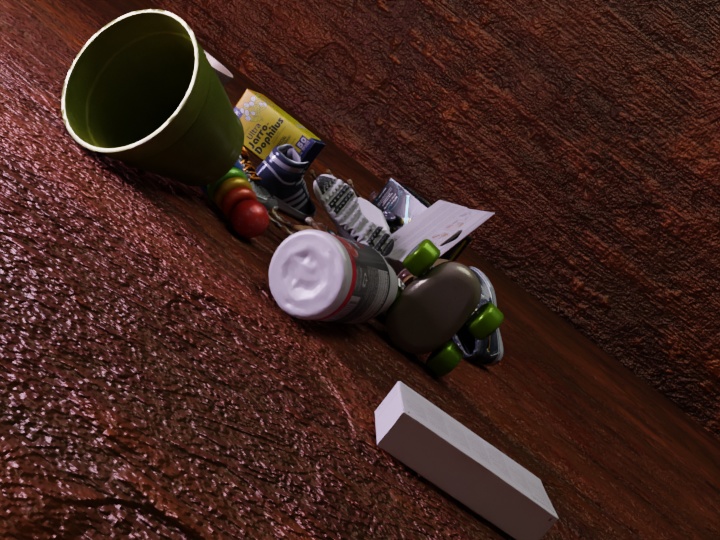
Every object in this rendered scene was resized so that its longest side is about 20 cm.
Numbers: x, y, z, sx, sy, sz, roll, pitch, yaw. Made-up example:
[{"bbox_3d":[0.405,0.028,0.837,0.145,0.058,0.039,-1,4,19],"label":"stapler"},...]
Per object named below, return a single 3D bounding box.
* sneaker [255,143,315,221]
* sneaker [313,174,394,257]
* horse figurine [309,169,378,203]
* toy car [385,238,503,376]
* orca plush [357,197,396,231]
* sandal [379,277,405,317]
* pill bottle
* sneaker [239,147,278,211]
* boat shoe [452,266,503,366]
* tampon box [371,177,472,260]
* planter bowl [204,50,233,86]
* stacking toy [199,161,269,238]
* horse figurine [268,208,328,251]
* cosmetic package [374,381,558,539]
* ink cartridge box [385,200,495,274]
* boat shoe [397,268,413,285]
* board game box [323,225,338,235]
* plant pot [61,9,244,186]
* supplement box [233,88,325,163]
[{"bbox_3d":[-0.121,-0.163,1.450,0.070,0.109,0.200,44,13,29],"label":"sneaker"},{"bbox_3d":[-0.026,-0.094,1.506,0.200,0.075,0.081,50,-32,-8],"label":"sneaker"},{"bbox_3d":[-0.036,-0.180,1.852,0.200,0.050,0.133,28,-15,27],"label":"horse figurine"},{"bbox_3d":[0.112,0.041,1.223,0.164,0.158,0.200,45,10,-5],"label":"toy car"},{"bbox_3d":[0.044,-0.070,1.703,0.200,0.105,0.071,40,-21,25],"label":"orca plush"},{"bbox_3d":[0.022,0.031,1.246,0.203,0.050,0.083,46,41,-28],"label":"sandal"},{"bbox_3d":[-0.025,0.014,1.028,0.111,0.111,0.200,42,12,22],"label":"pill bottle"},{"bbox_3d":[-0.208,-0.168,1.282,0.200,0.077,0.078,40,10,7],"label":"sneaker"},{"bbox_3d":[0.207,0.075,1.452,0.091,0.071,0.200,21,49,-49],"label":"boat shoe"},{"bbox_3d":[0.117,-0.082,1.765,0.200,0.150,0.126,43,13,26],"label":"tampon box"},{"bbox_3d":[-0.360,-0.370,1.476,0.200,0.135,0.200,37,10,-8],"label":"planter bowl"},{"bbox_3d":[-0.191,-0.122,1.153,0.085,0.085,0.200,23,22,-52],"label":"stacking toy"},{"bbox_3d":[-0.084,-0.040,1.215,0.132,0.050,0.200,31,13,-32],"label":"horse figurine"},{"bbox_3d":[0.107,0.203,0.824,0.200,0.051,0.083,36,9,-8],"label":"cosmetic package"},{"bbox_3d":[0.147,-0.060,1.561,0.176,0.200,0.045,23,-37,53],"label":"ink cartridge box"},{"bbox_3d":[0.121,0.042,1.488,0.200,0.070,0.070,38,14,-49],"label":"boat shoe"},{"bbox_3d":[0.000,0.000,1.376,0.135,0.028,0.200,31,13,-28],"label":"board game box"},{"bbox_3d":[-0.256,-0.209,1.060,0.200,0.200,0.193,43,1,28],"label":"plant pot"},{"bbox_3d":[-0.199,-0.312,1.815,0.200,0.109,0.110,38,11,5],"label":"supplement box"}]
